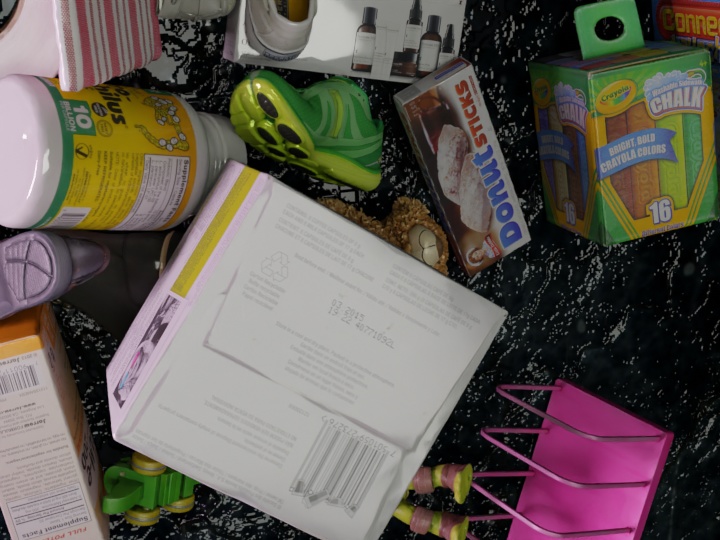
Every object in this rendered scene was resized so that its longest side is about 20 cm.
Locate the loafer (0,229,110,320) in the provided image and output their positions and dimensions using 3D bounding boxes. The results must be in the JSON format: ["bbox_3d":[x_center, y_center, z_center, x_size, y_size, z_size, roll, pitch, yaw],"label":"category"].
[{"bbox_3d":[-0.277,0.006,0.933,0.063,0.199,0.072,-11,92,-51],"label":"loafer"}]

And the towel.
[{"bbox_3d":[-0.194,-0.218,0.882,0.030,0.200,0.148,-2,106,9],"label":"towel"}]

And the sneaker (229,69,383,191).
[{"bbox_3d":[-0.042,-0.128,0.989,0.200,0.074,0.084,27,75,-60],"label":"sneaker"}]

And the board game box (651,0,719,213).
[{"bbox_3d":[0.337,-0.151,1.060,0.055,0.200,0.197,-13,107,-12],"label":"board game box"}]

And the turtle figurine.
[{"bbox_3d":[0.021,0.219,1.114,0.160,0.064,0.202,8,89,18],"label":"turtle figurine"}]

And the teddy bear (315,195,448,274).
[{"bbox_3d":[0.000,0.000,1.031,0.199,0.067,0.146,-2,67,-25],"label":"teddy bear"}]

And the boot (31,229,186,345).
[{"bbox_3d":[-0.206,0.046,1.023,0.137,0.078,0.201,8,119,5],"label":"boot"}]

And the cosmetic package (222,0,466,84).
[{"bbox_3d":[-0.012,-0.209,1.014,0.198,0.051,0.083,3,102,-18],"label":"cosmetic package"}]

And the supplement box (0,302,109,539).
[{"bbox_3d":[-0.267,0.132,0.981,0.073,0.126,0.201,-15,109,-8],"label":"supplement box"}]

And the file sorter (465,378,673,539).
[{"bbox_3d":[0.176,0.219,1.120,0.125,0.139,0.201,6,103,-41],"label":"file sorter"}]

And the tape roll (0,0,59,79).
[{"bbox_3d":[-0.309,-0.221,0.907,0.201,0.071,0.204,-4,105,-16],"label":"tape roll"}]

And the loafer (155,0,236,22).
[{"bbox_3d":[-0.139,-0.287,0.914,0.069,0.070,0.201,-14,125,-17],"label":"loafer"}]

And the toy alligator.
[{"bbox_3d":[-0.162,0.174,1.050,0.199,0.054,0.060,-12,116,-52],"label":"toy alligator"}]

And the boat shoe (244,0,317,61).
[{"bbox_3d":[-0.066,-0.270,0.932,0.070,0.070,0.202,1,75,-19],"label":"boat shoe"}]

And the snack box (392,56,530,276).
[{"bbox_3d":[0.094,-0.089,1.067,0.072,0.024,0.201,-31,127,-8],"label":"snack box"}]

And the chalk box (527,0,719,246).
[{"bbox_3d":[0.235,-0.141,1.070,0.124,0.124,0.201,-14,108,-14],"label":"chalk box"}]

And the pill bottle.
[{"bbox_3d":[-0.190,-0.088,0.928,0.199,0.112,0.114,0,106,-45],"label":"pill bottle"}]

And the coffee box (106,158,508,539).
[{"bbox_3d":[-0.051,0.055,0.874,0.199,0.198,0.201,30,90,-16],"label":"coffee box"}]
